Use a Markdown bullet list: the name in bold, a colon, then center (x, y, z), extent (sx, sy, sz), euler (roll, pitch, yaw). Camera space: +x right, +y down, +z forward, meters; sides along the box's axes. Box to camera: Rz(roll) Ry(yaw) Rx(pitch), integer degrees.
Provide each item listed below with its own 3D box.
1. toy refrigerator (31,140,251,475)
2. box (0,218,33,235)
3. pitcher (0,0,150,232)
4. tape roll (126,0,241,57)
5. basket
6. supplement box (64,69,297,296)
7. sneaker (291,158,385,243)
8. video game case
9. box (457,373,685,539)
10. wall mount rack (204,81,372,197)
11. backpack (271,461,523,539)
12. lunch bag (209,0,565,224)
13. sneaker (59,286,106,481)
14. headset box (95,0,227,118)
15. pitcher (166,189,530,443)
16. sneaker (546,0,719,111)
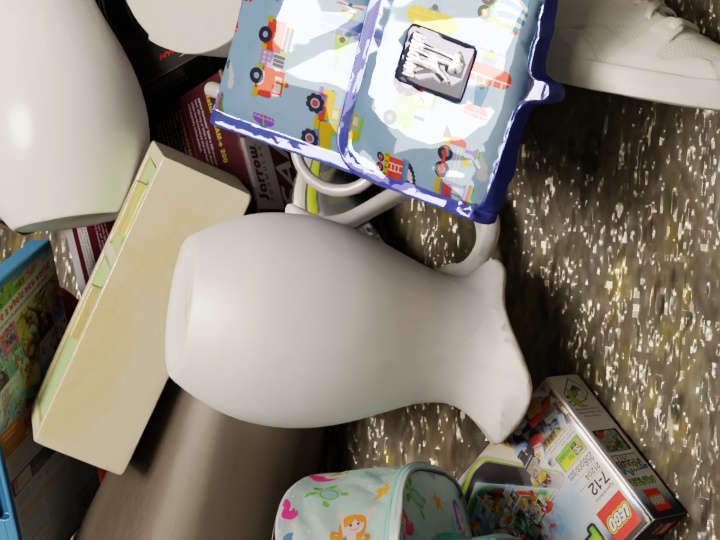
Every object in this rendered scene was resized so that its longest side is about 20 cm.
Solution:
- **toy refrigerator**: center (-0.147, 0.022, 1.167), extent (0.200, 0.070, 0.076), euler (-64, 16, 7)
- **box**: center (-0.251, -0.138, 1.322), extent (0.075, 0.100, 0.200), euler (-17, 56, 43)
- **pitcher**: center (-0.234, -0.126, 1.210), extent (0.121, 0.171, 0.200), euler (151, 109, -80)
- **tape roll**: center (-0.090, -0.235, 1.145), extent (0.203, 0.037, 0.203), euler (0, 89, 48)
- **basket**: center (-0.103, 0.151, 1.218), extent (0.180, 0.136, 0.200), euler (25, 104, 28)
- **supplement box**: center (-0.128, -0.051, 1.281), extent (0.200, 0.061, 0.109), euler (-27, 73, 41)
- **sneaker**: center (0.000, 0.000, 1.166), extent (0.081, 0.074, 0.200), euler (-5, 72, 3)
- **video game case**: center (-0.224, 0.095, 1.225), extent (0.018, 0.143, 0.200), euler (-4, 108, 15)
- **box**: center (0.097, 0.170, 1.096), extent (0.110, 0.035, 0.200), euler (53, 123, 28)
- **wall mount rack**: center (-0.020, -0.153, 1.141), extent (0.174, 0.075, 0.200), euler (13, 101, 14)
- **backpack**: center (0.026, 0.208, 1.023), extent (0.150, 0.178, 0.200), euler (-14, 76, 19)
- **lunch bag**: center (0.031, -0.123, 1.010), extent (0.200, 0.094, 0.151), euler (24, 106, 35)
- **sneaker**: center (-0.249, 0.089, 1.356), extent (0.116, 0.078, 0.200), euler (25, 128, 44)
- **headset box**: center (-0.150, -0.221, 1.289), extent (0.149, 0.075, 0.200), euler (-21, 77, 41)
- **pitcher**: center (-0.008, 0.011, 1.062), extent (0.121, 0.200, 0.172), euler (121, 152, -56)
- **sneaker**: center (0.145, -0.156, 1.008), extent (0.200, 0.074, 0.116), euler (17, 98, 25)
